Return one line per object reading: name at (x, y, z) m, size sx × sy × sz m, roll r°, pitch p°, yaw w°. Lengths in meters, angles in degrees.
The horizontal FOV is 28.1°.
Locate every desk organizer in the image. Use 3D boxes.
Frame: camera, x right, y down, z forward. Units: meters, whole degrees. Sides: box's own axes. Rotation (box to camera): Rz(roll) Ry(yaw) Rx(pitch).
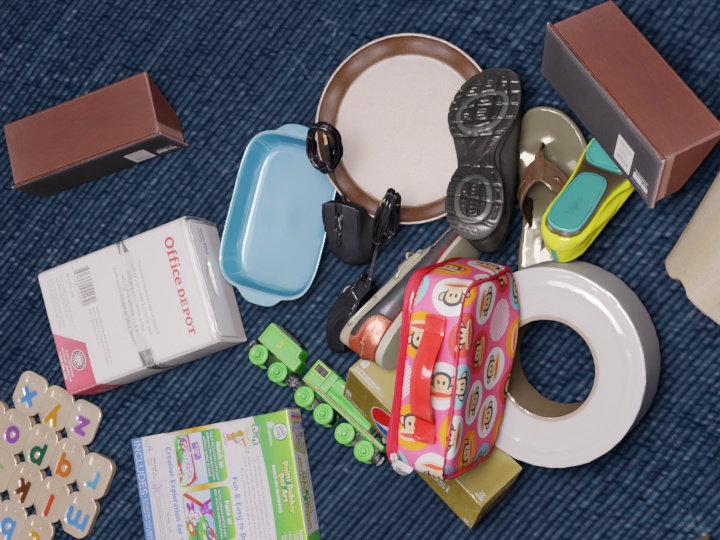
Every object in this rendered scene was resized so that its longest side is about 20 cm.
desk organizer at (-0.308, -0.155, 1.659) m, size 0.198 × 0.072 × 0.078 m, roll -17°, pitch 78°, yaw 17°
desk organizer at (0.265, -0.168, 1.414) m, size 0.076 × 0.072 × 0.201 m, roll -24°, pitch 59°, yaw -15°

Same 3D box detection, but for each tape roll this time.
tape roll at (0.196, 0.092, 1.445) m, size 0.200 × 0.071 × 0.205 m, roll 4°, pitch 99°, yaw 24°

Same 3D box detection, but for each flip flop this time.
flip flop at (0.192, -0.070, 1.484) m, size 0.080 × 0.057 × 0.203 m, roll 4°, pitch 88°, yaw 20°

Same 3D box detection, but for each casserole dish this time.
casserole dish at (-0.085, -0.060, 1.591) m, size 0.120 × 0.039 × 0.202 m, roll 14°, pitch 90°, yaw 20°

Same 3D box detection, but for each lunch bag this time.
lunch bag at (0.085, 0.094, 1.360) m, size 0.081 × 0.176 × 0.203 m, roll 11°, pitch 101°, yaw 23°

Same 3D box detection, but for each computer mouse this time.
computer mouse at (-0.024, -0.073, 1.503) m, size 0.058 × 0.201 × 0.034 m, roll 14°, pitch 52°, yaw 30°
computer mouse at (0.000, 0.000, 1.512) m, size 0.034 × 0.059 × 0.202 m, roll 27°, pitch 117°, yaw 16°

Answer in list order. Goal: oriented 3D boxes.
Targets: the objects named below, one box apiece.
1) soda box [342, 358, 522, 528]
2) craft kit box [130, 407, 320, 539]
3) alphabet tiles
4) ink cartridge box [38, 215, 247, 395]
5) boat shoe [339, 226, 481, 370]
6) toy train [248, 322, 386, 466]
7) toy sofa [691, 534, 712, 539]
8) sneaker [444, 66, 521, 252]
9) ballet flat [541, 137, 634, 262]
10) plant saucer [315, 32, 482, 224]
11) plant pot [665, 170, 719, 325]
soda box at (0.073, 0.167, 1.494) m, size 0.064 × 0.068 × 0.200 m, roll -38°, pitch 72°, yaw -24°
craft kit box at (-0.146, 0.267, 1.588) m, size 0.195 × 0.048 × 0.203 m, roll -12°, pitch 83°, yaw 21°
alphabet tiles at (-0.382, 0.228, 1.687) m, size 0.198 × 0.015 × 0.197 m, roll 24°, pitch 94°, yaw 19°
ink cartridge box at (-0.244, 0.041, 1.616) m, size 0.198 × 0.085 × 0.147 m, roll -20°, pitch 80°, yaw 19°
boat shoe at (0.059, 0.013, 1.497) m, size 0.062 × 0.071 × 0.200 m, roll 27°, pitch 69°, yaw 33°
toy train at (-0.040, 0.133, 1.563) m, size 0.200 × 0.042 × 0.057 m, roll 40°, pitch 88°, yaw 17°
toy sofa at (0.321, 0.365, 1.397) m, size 0.097 × 0.083 × 0.202 m, roll -17°, pitch 81°, yaw 16°
sneaker at (0.129, -0.112, 1.476) m, size 0.075 × 0.091 × 0.202 m, roll 4°, pitch 69°, yaw 21°
ballet flat at (0.245, -0.085, 1.454) m, size 0.066 × 0.067 × 0.200 m, roll 26°, pitch 60°, yaw 28°
plant saucer at (0.051, -0.150, 1.536) m, size 0.198 × 0.034 × 0.203 m, roll 0°, pitch 89°, yaw 7°
plant pot at (0.393, -0.036, 1.357) m, size 0.200 × 0.200 × 0.184 m, roll 43°, pitch 112°, yaw 17°
